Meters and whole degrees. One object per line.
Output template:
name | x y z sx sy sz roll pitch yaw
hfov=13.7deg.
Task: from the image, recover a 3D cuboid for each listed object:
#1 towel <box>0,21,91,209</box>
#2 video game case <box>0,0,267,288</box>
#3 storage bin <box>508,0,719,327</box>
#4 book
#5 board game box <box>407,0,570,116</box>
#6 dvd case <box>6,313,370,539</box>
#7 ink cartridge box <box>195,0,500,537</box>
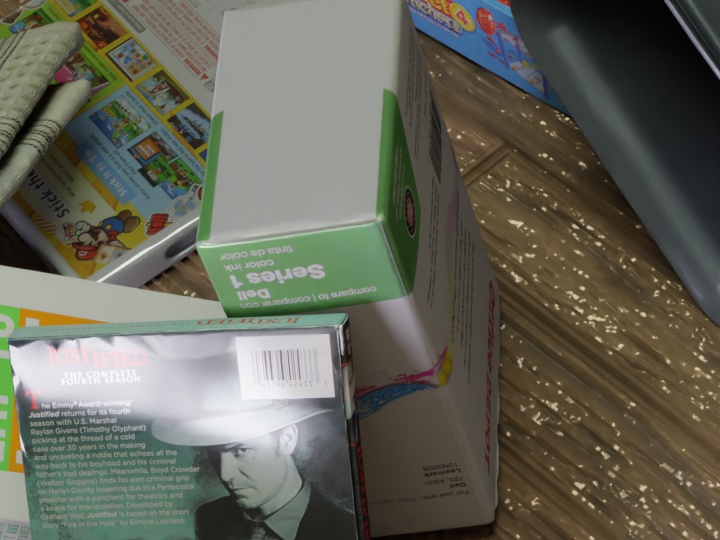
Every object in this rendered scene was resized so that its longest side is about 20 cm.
towel | -0.238 -0.045 1.470 0.192 0.035 0.200 -12 31 26
video game case | -0.113 -0.085 1.532 0.182 0.023 0.200 -33 50 -13
storage bin | 0.182 -0.091 1.367 0.134 0.146 0.200 -29 80 -24
book | -0.125 0.069 1.340 0.199 0.048 0.134 8 50 -13
board game box | 0.121 -0.182 1.525 0.200 0.056 0.196 32 64 35
dvd case | -0.065 0.119 1.242 0.145 0.201 0.022 -3 14 14
ink cartridge box | 0.000 0.000 1.304 0.084 0.200 0.145 -8 46 12
